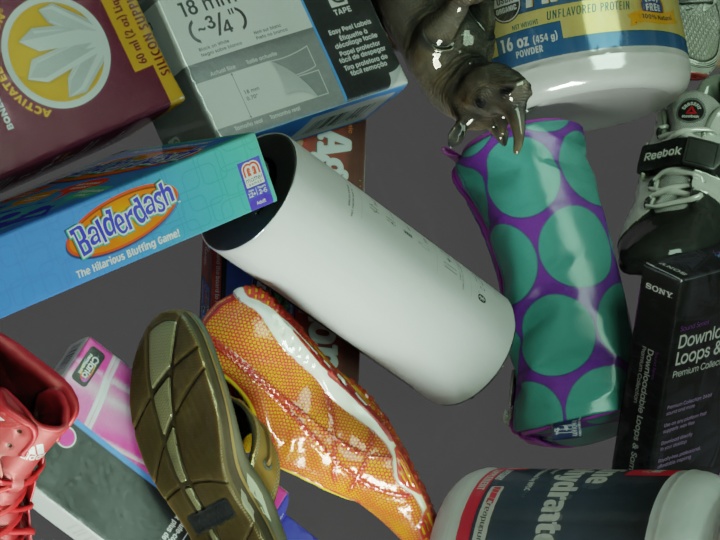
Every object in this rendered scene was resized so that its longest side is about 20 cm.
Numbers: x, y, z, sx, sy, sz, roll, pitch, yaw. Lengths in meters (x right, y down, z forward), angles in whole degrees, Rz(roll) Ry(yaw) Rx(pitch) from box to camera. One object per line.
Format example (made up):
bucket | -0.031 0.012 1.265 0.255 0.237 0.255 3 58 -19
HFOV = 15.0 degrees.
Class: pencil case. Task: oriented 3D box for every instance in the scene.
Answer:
pencil case | 0.117 0.009 1.713 0.092 0.085 0.201 -13 81 4

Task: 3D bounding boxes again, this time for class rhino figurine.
rhino figurine | 0.055 -0.145 1.657 0.060 0.088 0.200 -1 50 -37

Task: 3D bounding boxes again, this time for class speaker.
speaker | 0.000 0.000 1.623 0.200 0.081 0.081 35 62 -35

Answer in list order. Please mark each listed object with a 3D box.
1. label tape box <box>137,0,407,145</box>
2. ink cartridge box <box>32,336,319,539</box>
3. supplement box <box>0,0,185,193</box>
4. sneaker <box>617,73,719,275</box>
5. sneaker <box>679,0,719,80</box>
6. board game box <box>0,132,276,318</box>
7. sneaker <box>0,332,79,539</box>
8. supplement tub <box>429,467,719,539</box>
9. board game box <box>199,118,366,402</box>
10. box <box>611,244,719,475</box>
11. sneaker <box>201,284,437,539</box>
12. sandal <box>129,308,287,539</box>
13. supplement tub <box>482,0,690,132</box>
label tape box | -0.080 -0.172 1.652 0.144 0.063 0.201 -20 82 -34
ink cartridge box | -0.111 0.136 1.590 0.200 0.037 0.095 40 63 -16
supplement box | -0.217 -0.101 1.562 0.200 0.086 0.111 -26 91 -30
sneaker | 0.205 -0.064 1.745 0.200 0.074 0.089 -53 135 -57
sneaker | 0.208 -0.224 1.822 0.078 0.082 0.201 -1 78 -28
board game box | -0.169 -0.021 1.525 0.200 0.152 0.045 -24 101 -33
sneaker | -0.199 0.125 1.480 0.078 0.115 0.201 -29 103 -49
supplement tub | 0.150 0.186 1.602 0.140 0.199 0.141 6 83 -62
board game box | -0.047 -0.014 1.670 0.103 0.019 0.201 9 73 -27
box | 0.216 0.080 1.699 0.143 0.036 0.201 -15 118 -43
sneaker | -0.028 0.095 1.619 0.077 0.073 0.200 -42 106 4
sandal | -0.072 0.116 1.556 0.054 0.080 0.201 -25 91 -45
supplement tub | 0.123 -0.196 1.733 0.144 0.145 0.201 -5 79 -29
